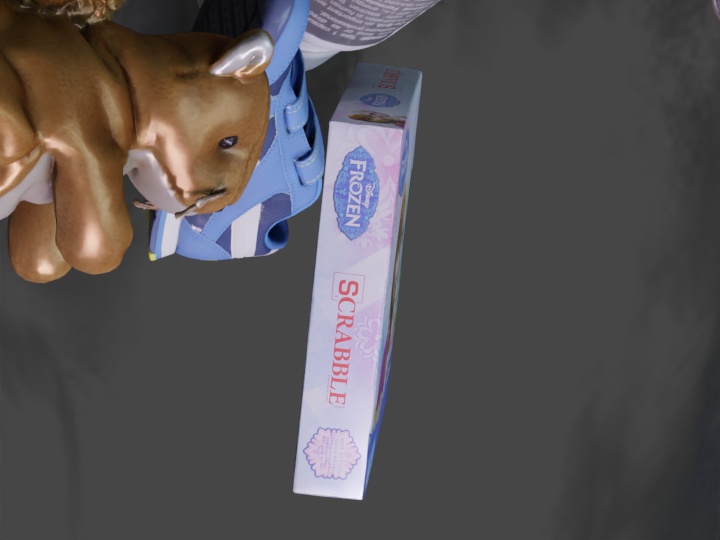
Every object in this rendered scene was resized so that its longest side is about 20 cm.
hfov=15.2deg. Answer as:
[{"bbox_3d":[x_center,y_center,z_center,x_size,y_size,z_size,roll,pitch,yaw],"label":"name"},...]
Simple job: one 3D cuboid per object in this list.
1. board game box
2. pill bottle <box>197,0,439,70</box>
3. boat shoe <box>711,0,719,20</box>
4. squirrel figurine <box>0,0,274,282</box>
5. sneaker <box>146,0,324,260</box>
[{"bbox_3d":[0.000,0.000,1.476,0.200,0.041,0.200,-74,170,-76],"label":"board game box"},{"bbox_3d":[0.004,-0.178,1.344,0.113,0.200,0.113,14,63,-30],"label":"pill bottle"},{"bbox_3d":[0.296,-0.261,1.860,0.076,0.072,0.201,-17,116,-52],"label":"boat shoe"},{"bbox_3d":[-0.135,-0.095,1.214,0.186,0.141,0.201,-12,85,-20],"label":"squirrel figurine"},{"bbox_3d":[-0.052,-0.078,1.353,0.200,0.082,0.074,116,-20,-49],"label":"sneaker"}]
